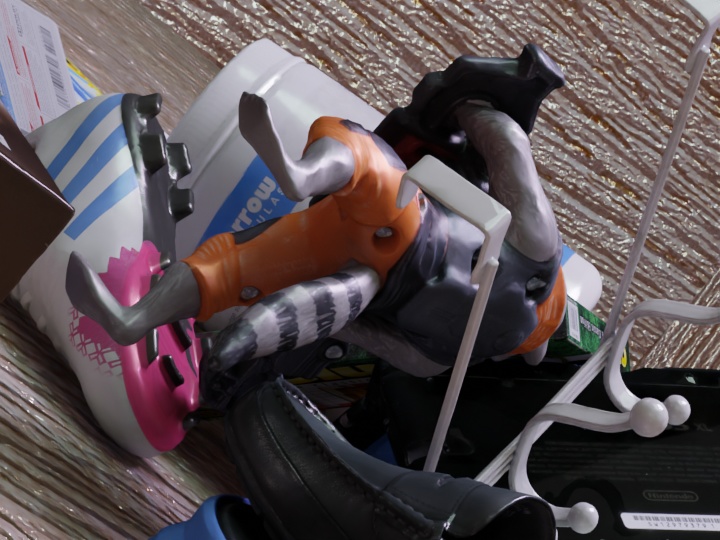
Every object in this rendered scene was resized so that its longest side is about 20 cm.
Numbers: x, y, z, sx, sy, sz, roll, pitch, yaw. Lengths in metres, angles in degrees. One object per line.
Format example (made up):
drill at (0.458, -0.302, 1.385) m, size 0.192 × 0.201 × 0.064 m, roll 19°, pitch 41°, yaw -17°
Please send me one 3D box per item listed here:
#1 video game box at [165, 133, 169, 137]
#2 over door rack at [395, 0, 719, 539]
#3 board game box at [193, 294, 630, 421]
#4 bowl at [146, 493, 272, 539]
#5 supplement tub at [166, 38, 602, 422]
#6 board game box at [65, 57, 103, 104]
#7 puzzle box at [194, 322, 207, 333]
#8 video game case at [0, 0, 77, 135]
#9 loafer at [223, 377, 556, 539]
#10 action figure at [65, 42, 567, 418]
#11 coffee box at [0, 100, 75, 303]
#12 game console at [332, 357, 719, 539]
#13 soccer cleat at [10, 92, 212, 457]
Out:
video game box at (-0.081, -0.015, 1.538) m, size 0.200 × 0.047 × 0.182 m, roll 41°, pitch 3°, yaw -2°
over door rack at (0.076, 0.019, 0.851) m, size 0.066 × 0.148 × 0.201 m, roll 25°, pitch -43°, yaw 26°
board game box at (0.005, 0.038, 1.063) m, size 0.105 × 0.198 × 0.024 m, roll 34°, pitch 52°, yaw -65°
bowl at (0.010, 0.147, 0.818) m, size 0.200 × 0.039 × 0.201 m, roll 41°, pitch 4°, yaw -4°
supplement tub at (0.000, 0.000, 1.180) m, size 0.199 × 0.132 × 0.132 m, roll 35°, pitch 4°, yaw 5°
board game box at (-0.212, -0.116, 1.326) m, size 0.196 × 0.056 × 0.200 m, roll 45°, pitch 6°, yaw 29°
puzzle box at (-0.007, 0.058, 1.244) m, size 0.200 × 0.026 × 0.133 m, roll 43°, pitch 30°, yaw 17°
video game case at (-0.169, -0.073, 1.125) m, size 0.200 × 0.018 × 0.144 m, roll 31°, pitch 41°, yaw -68°
loafer at (0.032, 0.095, 0.792) m, size 0.201 × 0.071 × 0.068 m, roll 44°, pitch 7°, yaw 35°
action figure at (-0.006, 0.013, 0.902) m, size 0.192 × 0.200 × 0.105 m, roll 6°, pitch 43°, yaw -41°
coffee box at (-0.182, -0.056, 0.861) m, size 0.113 × 0.080 × 0.200 m, roll 39°, pitch 5°, yaw -30°
game console at (0.093, 0.100, 1.028) m, size 0.198 × 0.117 × 0.176 m, roll 3°, pitch 37°, yaw -19°
soccer cleat at (-0.110, 0.008, 1.027) m, size 0.201 × 0.086 × 0.070 m, roll -97°, pitch 165°, yaw -49°
